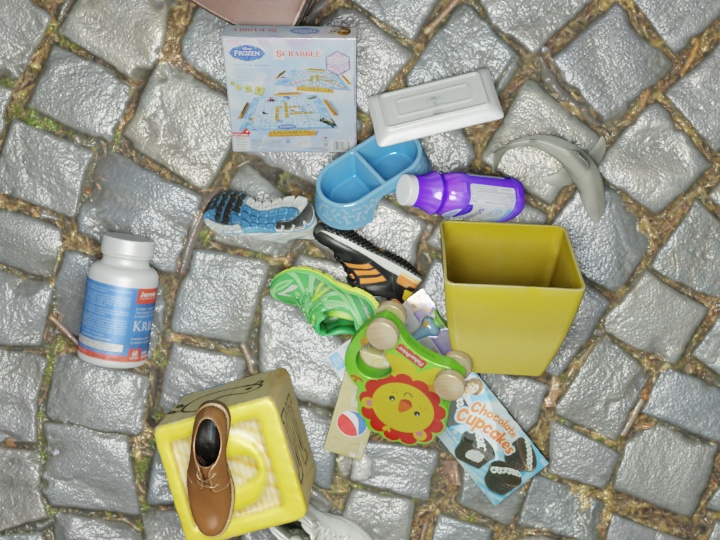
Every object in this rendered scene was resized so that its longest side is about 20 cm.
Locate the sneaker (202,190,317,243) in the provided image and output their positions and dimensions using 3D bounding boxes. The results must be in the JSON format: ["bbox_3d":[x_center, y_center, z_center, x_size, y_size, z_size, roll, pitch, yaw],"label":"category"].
[{"bbox_3d":[-0.156,-0.073,1.500,0.199,0.087,0.075,7,69,21],"label":"sneaker"}]

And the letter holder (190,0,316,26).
[{"bbox_3d":[-0.169,-0.442,1.440,0.199,0.101,0.143,26,99,-2],"label":"letter holder"}]

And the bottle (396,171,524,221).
[{"bbox_3d":[0.152,-0.115,1.445,0.199,0.083,0.066,3,77,-27],"label":"bottle"}]

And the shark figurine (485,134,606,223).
[{"bbox_3d":[0.310,-0.175,1.468,0.214,0.090,0.129,26,96,-4],"label":"shark figurine"}]

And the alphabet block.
[{"bbox_3d":[-0.188,0.286,1.478,0.194,0.200,0.197,-17,96,3],"label":"alphabet block"}]

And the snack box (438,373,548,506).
[{"bbox_3d":[0.202,0.272,1.548,0.116,0.037,0.200,-39,94,5],"label":"snack box"}]

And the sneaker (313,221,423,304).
[{"bbox_3d":[0.000,0.000,1.484,0.199,0.070,0.090,27,103,-24],"label":"sneaker"}]

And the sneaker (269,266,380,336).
[{"bbox_3d":[-0.063,0.053,1.479,0.199,0.084,0.074,17,137,24],"label":"sneaker"}]

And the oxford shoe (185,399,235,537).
[{"bbox_3d":[-0.219,0.292,1.345,0.071,0.071,0.201,-1,99,0],"label":"oxford shoe"}]

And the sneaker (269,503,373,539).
[{"bbox_3d":[-0.067,0.436,1.536,0.199,0.116,0.074,28,95,-4],"label":"sneaker"}]

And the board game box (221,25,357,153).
[{"bbox_3d":[-0.103,-0.273,1.438,0.199,0.041,0.200,1,131,1],"label":"board game box"}]

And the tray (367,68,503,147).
[{"bbox_3d":[0.114,-0.259,1.463,0.199,0.022,0.108,-13,58,3],"label":"tray"}]

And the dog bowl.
[{"bbox_3d":[0.016,-0.147,1.453,0.200,0.050,0.112,-33,60,-13],"label":"dog bowl"}]

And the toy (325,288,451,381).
[{"bbox_3d":[0.053,0.134,1.530,0.200,0.047,0.115,-35,93,5],"label":"toy"}]

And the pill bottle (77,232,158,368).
[{"bbox_3d":[-0.381,0.045,1.497,0.112,0.112,0.201,10,98,0],"label":"pill bottle"}]

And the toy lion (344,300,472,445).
[{"bbox_3d":[0.057,0.169,1.412,0.200,0.069,0.192,38,124,-7],"label":"toy lion"}]

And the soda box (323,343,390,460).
[{"bbox_3d":[-0.001,0.199,1.500,0.067,0.064,0.201,16,117,1],"label":"soda box"}]

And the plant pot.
[{"bbox_3d":[0.218,0.050,1.443,0.199,0.200,0.177,3,119,1],"label":"plant pot"}]
